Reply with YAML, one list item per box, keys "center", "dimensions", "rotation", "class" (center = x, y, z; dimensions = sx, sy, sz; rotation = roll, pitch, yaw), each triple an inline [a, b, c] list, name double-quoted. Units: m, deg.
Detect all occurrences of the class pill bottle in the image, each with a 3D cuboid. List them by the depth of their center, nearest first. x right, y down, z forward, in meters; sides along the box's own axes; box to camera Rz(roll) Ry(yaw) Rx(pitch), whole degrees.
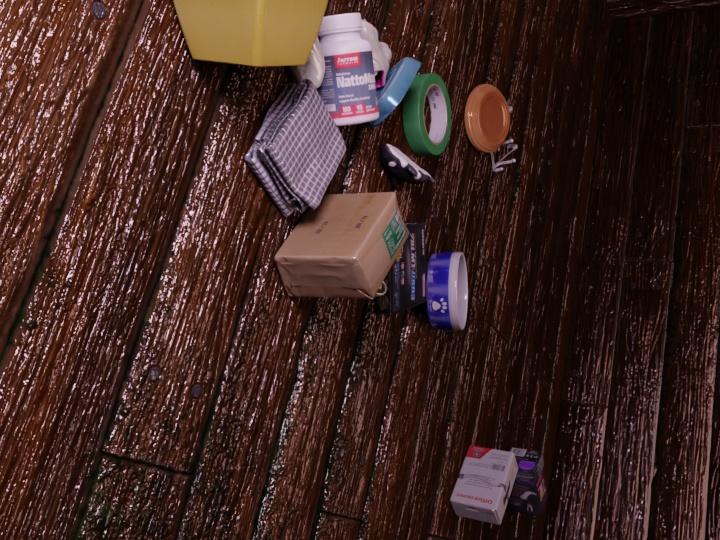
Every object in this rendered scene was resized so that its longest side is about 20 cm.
- center: [-0.032, -0.389, 1.400]
  dimensions: [0.119, 0.119, 0.202]
  rotation: [-31, 118, -55]
  class: "pill bottle"

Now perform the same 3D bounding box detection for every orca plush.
- center: [0.096, -0.234, 1.712]
  dimensions: [0.105, 0.071, 0.200]
  rotation: [52, 18, 19]
  class: "orca plush"

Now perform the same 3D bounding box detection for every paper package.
- center: [-0.031, -0.047, 1.356]
  dimensions: [0.201, 0.189, 0.104]
  rotation: [-59, 139, -41]
  class: "paper package"

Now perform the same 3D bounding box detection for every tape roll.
- center: [0.170, -0.392, 1.816]
  dimensions: [0.200, 0.048, 0.203]
  rotation: [-6, 96, -59]
  class: "tape roll"

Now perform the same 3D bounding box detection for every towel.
- center: [-0.110, -0.222, 1.312]
  dimensions: [0.166, 0.085, 0.201]
  rotation: [58, 44, -43]
  class: "towel"

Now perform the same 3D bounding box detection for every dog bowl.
- center: [0.227, 0.054, 1.870]
  dimensions: [0.200, 0.078, 0.202]
  rotation: [-1, 90, -74]
  class: "dog bowl"

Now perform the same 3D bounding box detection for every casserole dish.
- center: [0.066, -0.398, 1.585]
  dimensions: [0.039, 0.121, 0.201]
  rotation: [40, 54, -17]
  class: "casserole dish"

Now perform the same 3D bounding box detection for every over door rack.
- center: [0.464, -0.424, 2.300]
  dimensions: [0.200, 0.066, 0.149]
  rotation: [-49, 133, -47]
  class: "over door rack"

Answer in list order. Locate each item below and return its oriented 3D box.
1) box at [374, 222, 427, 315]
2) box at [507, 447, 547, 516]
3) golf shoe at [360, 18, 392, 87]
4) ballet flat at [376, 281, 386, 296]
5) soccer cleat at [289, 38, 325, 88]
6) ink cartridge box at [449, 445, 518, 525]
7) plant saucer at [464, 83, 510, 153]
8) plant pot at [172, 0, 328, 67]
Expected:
- center: [0.098, -0.009, 1.721]
  dimensions: [0.198, 0.049, 0.202]
  rotation: [-12, 103, -58]
  class: "box"
- center: [0.573, 0.734, 2.507]
  dimensions: [0.106, 0.121, 0.202]
  rotation: [-39, 125, -53]
  class: "box"
- center: [0.008, -0.454, 1.504]
  dimensions: [0.200, 0.075, 0.092]
  rotation: [24, 65, -57]
  class: "golf shoe"
- center: [0.000, 0.000, 1.535]
  dimensions: [0.200, 0.069, 0.070]
  rotation: [46, 53, -51]
  class: "ballet flat"
- center: [-0.108, -0.431, 1.309]
  dimensions: [0.078, 0.069, 0.202]
  rotation: [-69, 151, -83]
  class: "soccer cleat"
- center: [0.366, 0.631, 2.125]
  dimensions: [0.201, 0.143, 0.084]
  rotation: [-57, 138, -40]
  class: "ink cartridge box"
- center: [0.384, -0.451, 2.138]
  dimensions: [0.199, 0.037, 0.202]
  rotation: [-6, 98, -42]
  class: "plant saucer"
- center: [-0.169, -0.411, 1.109]
  dimensions: [0.200, 0.198, 0.178]
  rotation: [-26, 125, -56]
  class: "plant pot"
